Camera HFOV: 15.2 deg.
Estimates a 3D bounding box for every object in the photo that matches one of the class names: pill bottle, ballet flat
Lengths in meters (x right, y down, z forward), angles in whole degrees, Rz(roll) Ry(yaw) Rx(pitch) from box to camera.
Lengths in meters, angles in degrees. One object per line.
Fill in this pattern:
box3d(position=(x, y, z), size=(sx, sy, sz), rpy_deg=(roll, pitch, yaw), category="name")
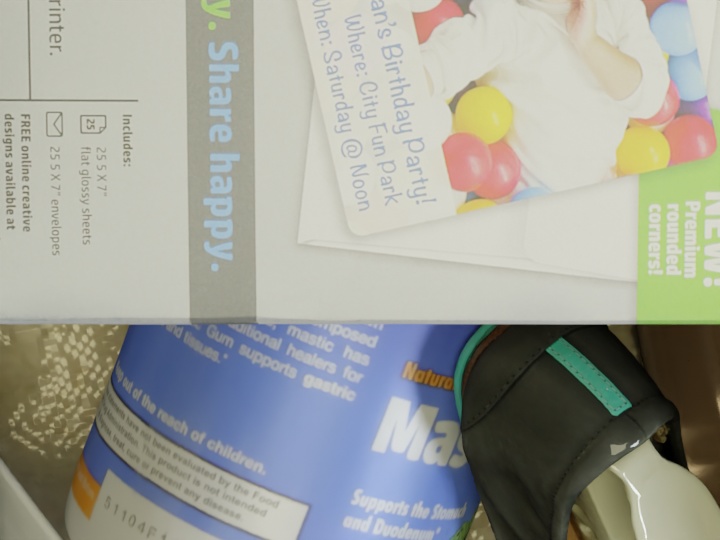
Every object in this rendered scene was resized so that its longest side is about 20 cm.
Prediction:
box3d(position=(0.000, 0.000, 0.752), size=(0.112, 0.112, 0.201), rpy_deg=(20, 102, -5), category="pill bottle")
box3d(position=(0.077, 0.092, 0.747), size=(0.068, 0.068, 0.200), rpy_deg=(-44, 138, -16), category="ballet flat")

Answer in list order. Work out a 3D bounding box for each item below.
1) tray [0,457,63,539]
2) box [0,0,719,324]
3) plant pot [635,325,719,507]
box3d(position=(-0.148, 0.077, 0.779), size=(0.107, 0.022, 0.200), rpy_deg=(-43, 73, 8), category="tray")
box3d(position=(0.018, -0.067, 0.536), size=(0.199, 0.041, 0.157), rpy_deg=(1, 97, 0), category="box")
box3d(position=(0.152, 0.044, 0.726), size=(0.092, 0.201, 0.202), rpy_deg=(-20, 102, -10), category="plant pot")
